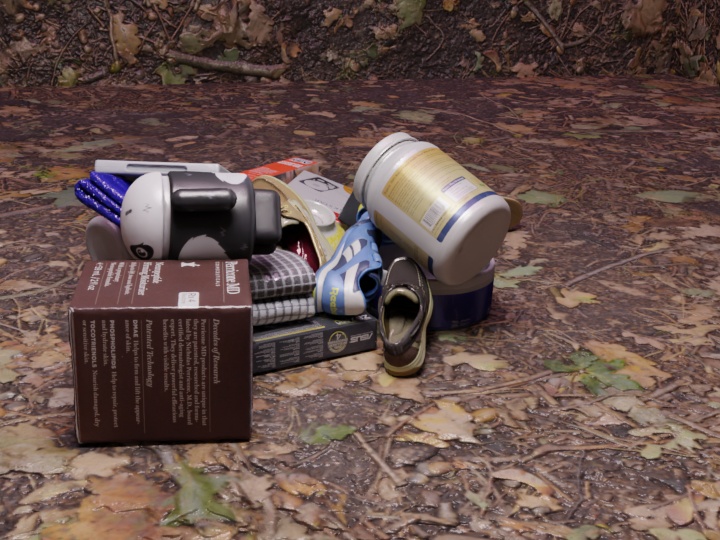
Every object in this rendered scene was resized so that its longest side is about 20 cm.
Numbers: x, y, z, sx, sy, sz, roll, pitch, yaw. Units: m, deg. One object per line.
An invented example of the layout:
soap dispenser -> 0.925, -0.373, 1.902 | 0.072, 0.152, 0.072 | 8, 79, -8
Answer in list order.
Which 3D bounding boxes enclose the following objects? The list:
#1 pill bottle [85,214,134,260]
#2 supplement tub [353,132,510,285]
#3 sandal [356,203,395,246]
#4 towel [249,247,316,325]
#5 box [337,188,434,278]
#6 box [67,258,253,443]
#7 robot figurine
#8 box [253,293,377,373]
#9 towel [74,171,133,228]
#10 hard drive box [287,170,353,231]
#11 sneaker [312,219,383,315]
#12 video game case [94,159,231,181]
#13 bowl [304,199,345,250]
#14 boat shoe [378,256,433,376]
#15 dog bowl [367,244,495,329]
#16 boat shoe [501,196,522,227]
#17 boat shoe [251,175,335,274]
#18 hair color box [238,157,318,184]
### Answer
pill bottle -> -0.331, -0.066, 1.653 | 0.115, 0.117, 0.199 | 17, 35, 37
supplement tub -> 0.099, -0.091, 1.454 | 0.144, 0.145, 0.200 | -18, 50, -44
sandal -> 0.074, -0.064, 1.568 | 0.198, 0.080, 0.087 | 2, 21, 25
towel -> -0.170, 0.012, 1.404 | 0.164, 0.087, 0.200 | -9, 19, -26
box -> 0.090, -0.107, 1.737 | 0.199, 0.124, 0.199 | 32, 23, -1
box -> -0.226, 0.089, 1.198 | 0.198, 0.166, 0.166 | -1, 19, -8
robot figurine -> -0.200, -0.060, 1.292 | 0.198, 0.152, 0.125 | 1, 33, -16
box -> -0.099, 0.076, 1.422 | 0.198, 0.050, 0.161 | -10, 20, -30
towel -> -0.306, -0.090, 1.491 | 0.147, 0.050, 0.200 | 30, 9, 14
hard drive box -> -0.065, -0.093, 1.799 | 0.154, 0.077, 0.200 | 21, 22, 4
sneaker -> 0.000, 0.000, 1.448 | 0.081, 0.075, 0.200 | 9, 38, 19
video game case -> -0.285, -0.144, 1.555 | 0.180, 0.022, 0.200 | 2, -1, 2
bowl -> -0.090, -0.045, 1.598 | 0.198, 0.109, 0.201 | 13, 30, -7
boat shoe -> 0.060, 0.048, 1.385 | 0.072, 0.065, 0.201 | -6, 44, 6
dog bowl -> 0.103, 0.017, 1.562 | 0.198, 0.080, 0.200 | 2, 20, -1
boat shoe -> 0.207, -0.112, 1.944 | 0.198, 0.072, 0.065 | -3, 21, -10
boat shoe -> -0.103, -0.063, 1.495 | 0.200, 0.074, 0.066 | 49, 11, 15
hair color box -> -0.161, -0.138, 1.923 | 0.063, 0.112, 0.199 | 15, 24, 31
